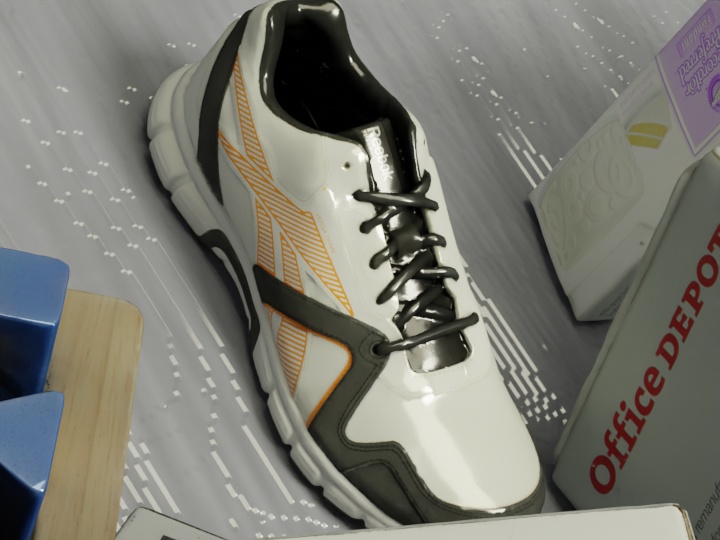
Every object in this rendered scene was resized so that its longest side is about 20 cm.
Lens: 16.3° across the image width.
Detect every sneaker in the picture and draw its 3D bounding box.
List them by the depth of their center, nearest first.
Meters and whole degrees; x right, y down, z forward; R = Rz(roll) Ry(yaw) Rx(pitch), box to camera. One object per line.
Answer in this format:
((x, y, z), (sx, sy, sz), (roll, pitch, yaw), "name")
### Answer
((0.000, 0.000, 0.812), (0.074, 0.080, 0.200), (-20, 72, -40), "sneaker")

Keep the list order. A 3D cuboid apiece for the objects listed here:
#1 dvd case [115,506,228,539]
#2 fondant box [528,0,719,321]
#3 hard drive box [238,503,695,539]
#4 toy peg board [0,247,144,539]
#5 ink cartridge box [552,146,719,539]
((-0.008, 0.154, 0.675), (0.200, 0.025, 0.150), (20, 48, 16), "dvd case")
((0.183, -0.044, 0.905), (0.200, 0.144, 0.058), (-3, 61, -32), "fondant box")
((0.020, 0.160, 0.600), (0.156, 0.077, 0.200), (-4, 46, -6), "hard drive box")
((-0.158, 0.054, 0.641), (0.199, 0.098, 0.200), (11, 53, -8), "toy peg board")
((0.166, 0.072, 0.777), (0.083, 0.146, 0.200), (-9, 45, -36), "ink cartridge box")
